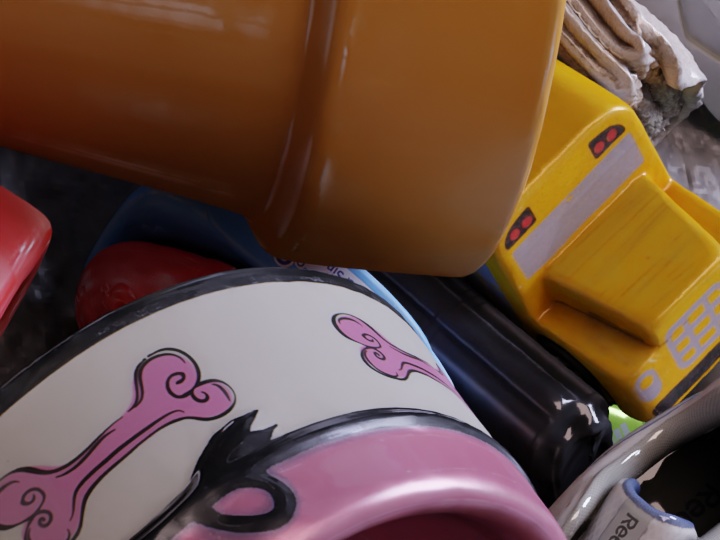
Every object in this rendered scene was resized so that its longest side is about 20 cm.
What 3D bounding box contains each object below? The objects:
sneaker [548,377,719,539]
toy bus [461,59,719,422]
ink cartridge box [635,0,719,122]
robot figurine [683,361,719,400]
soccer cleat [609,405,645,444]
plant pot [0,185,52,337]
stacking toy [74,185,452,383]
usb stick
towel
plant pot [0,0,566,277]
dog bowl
[{"bbox_3d":[0.053,0.099,0.771,0.074,0.087,0.200,34,69,16],"label":"sneaker"},{"bbox_3d":[0.035,-0.035,0.876,0.065,0.078,0.200,-44,47,-11],"label":"toy bus"},{"bbox_3d":[0.160,-0.166,1.051,0.145,0.083,0.200,45,45,-38],"label":"ink cartridge box"},{"bbox_3d":[0.162,0.080,0.900,0.150,0.125,0.201,19,56,-37],"label":"robot figurine"},{"bbox_3d":[0.061,0.080,0.884,0.067,0.081,0.201,10,59,-26],"label":"soccer cleat"},{"bbox_3d":[-0.199,0.031,0.685,0.182,0.200,0.201,29,52,-6],"label":"plant pot"},{"bbox_3d":[-0.072,0.081,0.807,0.116,0.110,0.200,38,66,-5],"label":"stacking toy"},{"bbox_3d":[0.000,0.000,0.870,0.033,0.056,0.200,-42,63,-15],"label":"usb stick"},{"bbox_3d":[0.060,-0.101,0.940,0.034,0.200,0.133,-40,85,5],"label":"towel"},{"bbox_3d":[-0.055,-0.103,0.735,0.183,0.200,0.201,3,61,-10],"label":"plant pot"},{"bbox_3d":[-0.029,0.104,0.654,0.200,0.201,0.074,-19,39,-37],"label":"dog bowl"}]
